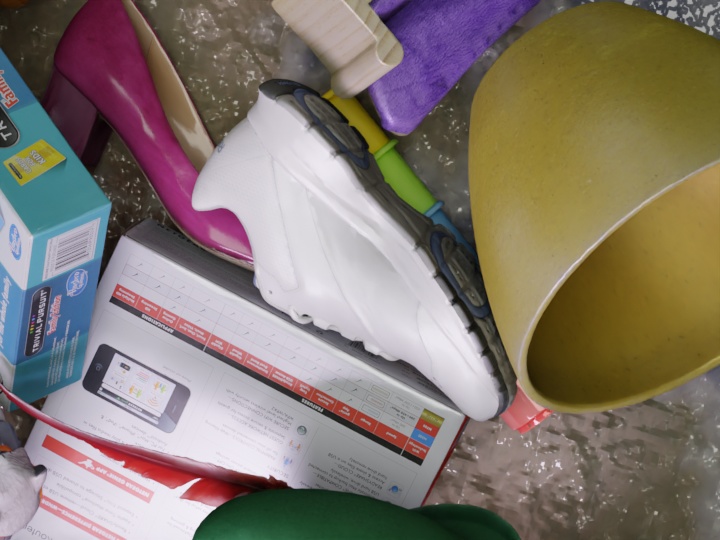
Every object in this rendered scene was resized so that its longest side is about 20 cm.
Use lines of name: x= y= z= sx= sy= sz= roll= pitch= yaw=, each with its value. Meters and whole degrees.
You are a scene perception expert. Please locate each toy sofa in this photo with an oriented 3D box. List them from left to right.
toy sofa: x=0.061 y=-0.164 z=1.314 sx=0.200 sy=0.083 sz=0.098 roll=-43 pitch=95 yaw=-18

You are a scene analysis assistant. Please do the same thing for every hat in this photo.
hat: x=-0.049 y=0.111 z=1.234 sx=0.199 sy=0.166 sz=0.176 roll=-26 pitch=115 yaw=11

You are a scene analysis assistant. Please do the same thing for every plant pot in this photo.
plant pot: x=0.131 y=-0.047 z=1.309 sx=0.200 sy=0.200 sz=0.142 roll=-35 pitch=60 yaw=5

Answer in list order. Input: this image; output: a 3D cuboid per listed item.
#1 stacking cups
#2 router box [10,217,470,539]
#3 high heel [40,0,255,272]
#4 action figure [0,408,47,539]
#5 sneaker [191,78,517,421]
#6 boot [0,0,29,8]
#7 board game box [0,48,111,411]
stacking cups: x=0.035 y=-0.005 z=1.366 sx=0.060 sy=0.061 sz=0.200 roll=-40 pitch=88 yaw=5
router box: x=-0.067 y=0.098 z=1.369 sx=0.199 sy=0.049 sz=0.180 roll=28 pitch=105 yaw=4
high heel: x=-0.075 y=-0.066 z=1.372 sx=0.199 sy=0.067 sz=0.096 roll=29 pitch=97 yaw=4
action figure: x=-0.217 y=0.065 z=1.320 sx=0.104 sy=0.193 sz=0.201 roll=-14 pitch=122 yaw=-34
sneaker: x=0.000 y=0.000 z=1.320 sx=0.087 sy=0.074 sz=0.200 roll=-43 pitch=85 yaw=17
boot: x=-0.191 y=-0.233 z=1.341 sx=0.070 sy=0.144 sz=0.202 roll=-12 pitch=90 yaw=5
board game box: x=-0.200 y=-0.052 z=1.313 sx=0.047 sy=0.151 sz=0.200 roll=-24 pitch=63 yaw=-27
